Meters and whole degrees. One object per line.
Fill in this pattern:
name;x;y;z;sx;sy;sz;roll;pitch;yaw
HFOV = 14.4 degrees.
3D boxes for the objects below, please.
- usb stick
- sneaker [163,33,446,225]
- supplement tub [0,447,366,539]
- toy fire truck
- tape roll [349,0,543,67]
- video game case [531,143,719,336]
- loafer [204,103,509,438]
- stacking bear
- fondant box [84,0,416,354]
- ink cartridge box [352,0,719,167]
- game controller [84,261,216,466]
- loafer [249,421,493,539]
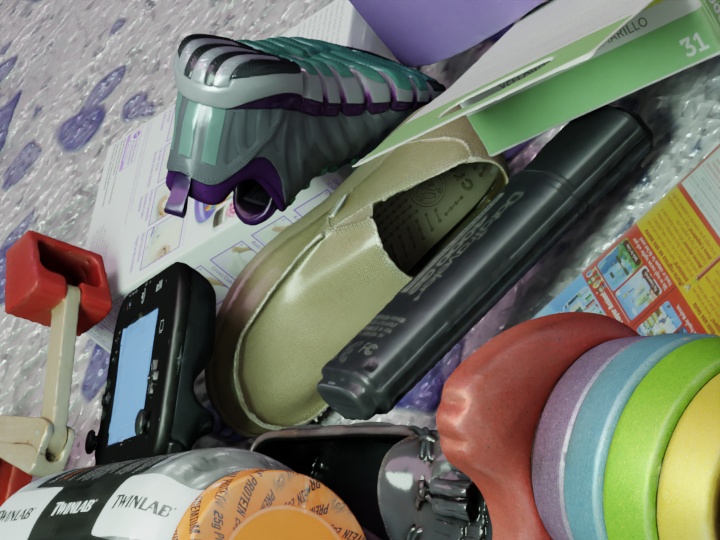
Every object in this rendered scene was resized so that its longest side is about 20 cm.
usb stick;0.060;-0.005;1.322;0.200;0.033;0.055;-44;21;-18
sneaker;-0.034;-0.068;1.420;0.074;0.200;0.088;24;104;33
supplement tub;-0.086;0.144;1.278;0.200;0.122;0.123;-15;43;57
toy fire truck;-0.185;0.096;1.507;0.141;0.049;0.201;-41;42;38
tape roll;0.071;-0.203;1.484;0.200;0.085;0.200;-38;16;13
video game case;0.150;0.010;1.237;0.200;0.017;0.143;-43;29;11
loafer;0.000;0.000;1.398;0.200;0.076;0.067;-52;23;-5
stacking bear;0.144;0.084;1.070;0.114;0.122;0.199;-37;31;-30
fondant box;-0.064;-0.048;1.564;0.200;0.058;0.145;-31;34;33
ink cartridge box;0.102;-0.095;1.320;0.145;0.048;0.200;-24;14;37
game controller;-0.107;0.056;1.435;0.200;0.042;0.105;155;115;-74
loafer;0.019;0.100;1.252;0.200;0.063;0.072;5;80;59
